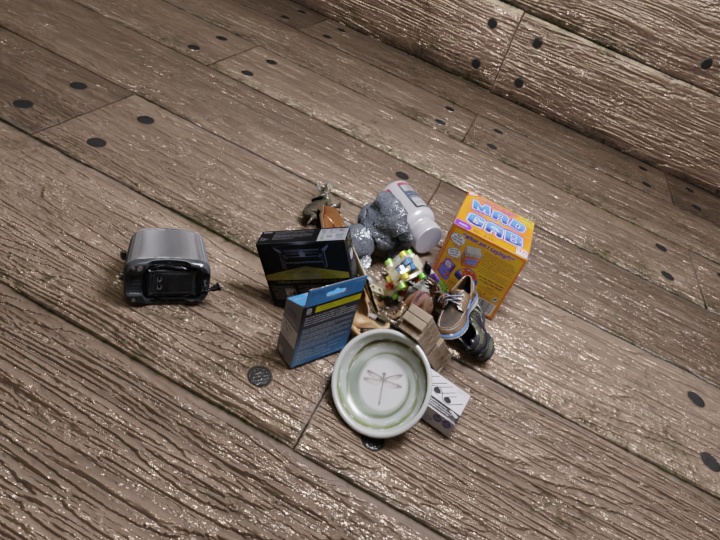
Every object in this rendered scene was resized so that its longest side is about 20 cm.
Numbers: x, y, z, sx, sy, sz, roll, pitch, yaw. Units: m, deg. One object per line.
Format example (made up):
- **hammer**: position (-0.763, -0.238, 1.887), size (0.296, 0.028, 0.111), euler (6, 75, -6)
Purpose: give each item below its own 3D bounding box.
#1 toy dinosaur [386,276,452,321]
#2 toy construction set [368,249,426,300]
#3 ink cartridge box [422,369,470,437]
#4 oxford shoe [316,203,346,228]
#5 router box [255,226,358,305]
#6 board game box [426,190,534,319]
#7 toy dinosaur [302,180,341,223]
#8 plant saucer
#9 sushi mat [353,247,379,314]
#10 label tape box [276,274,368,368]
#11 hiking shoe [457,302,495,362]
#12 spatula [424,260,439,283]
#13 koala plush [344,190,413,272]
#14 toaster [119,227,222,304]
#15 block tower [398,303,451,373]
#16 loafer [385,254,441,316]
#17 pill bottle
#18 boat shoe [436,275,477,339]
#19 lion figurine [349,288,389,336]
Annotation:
- **toy dinosaur**: position (0.138, 0.075, 1.177), size (0.086, 0.136, 0.199), euler (46, 10, 14)
- **toy construction set**: position (0.072, 0.021, 1.221), size (0.129, 0.198, 0.094), euler (-18, 85, -45)
- **ink cartridge box**: position (0.119, 0.239, 1.077), size (0.197, 0.045, 0.094), euler (33, 38, 14)
- **oxford shoe**: position (-0.066, -0.094, 1.200), size (0.069, 0.073, 0.202), euler (5, 34, -8)
- **router box**: position (-0.106, -0.006, 1.111), size (0.194, 0.161, 0.053), euler (-1, 34, 14)
- **board game box**: position (0.314, -0.045, 1.378), size (0.196, 0.203, 0.201), euler (27, 38, 7)
- **toy dinosaur**: position (-0.114, -0.159, 1.432), size (0.100, 0.079, 0.201), euler (17, 41, 15)
- **plant saucer**: position (0.042, 0.219, 1.015), size (0.194, 0.050, 0.206), euler (-3, 68, 8)
- **sushi mat**: position (0.000, 0.000, 1.160), size (0.012, 0.097, 0.202), euler (-20, 37, -3)
- **label tape box**: position (-0.078, 0.083, 1.039), size (0.142, 0.204, 0.063), euler (-14, 45, -37)
- **hiking shoe**: position (0.249, 0.114, 1.239), size (0.100, 0.075, 0.203), euler (31, 27, -39)
- **spatula**: position (0.165, 0.002, 1.257), size (0.057, 0.020, 0.200), euler (54, 4, 12)
- **koala plush**: position (0.017, -0.089, 1.333), size (0.197, 0.184, 0.180), euler (-30, 80, -15)
- **toaster**: position (-0.387, -0.012, 1.078), size (0.194, 0.116, 0.131), euler (0, 40, -23)
- **block tower**: position (0.135, 0.146, 1.087), size (0.057, 0.201, 0.054), euler (34, 76, 36)
- **loafer**: position (0.141, 0.047, 1.309), size (0.069, 0.070, 0.201), euler (-36, 66, -10)
- **pill bottle**: position (0.140, -0.148, 1.486), size (0.117, 0.121, 0.202), euler (-7, 46, -32)
- **boat shoe**: position (0.210, 0.078, 1.173), size (0.070, 0.074, 0.200), euler (1, 28, 26)
- **lion figurine**: position (-0.003, 0.093, 1.150), size (0.120, 0.073, 0.201), euler (28, 18, -21)
